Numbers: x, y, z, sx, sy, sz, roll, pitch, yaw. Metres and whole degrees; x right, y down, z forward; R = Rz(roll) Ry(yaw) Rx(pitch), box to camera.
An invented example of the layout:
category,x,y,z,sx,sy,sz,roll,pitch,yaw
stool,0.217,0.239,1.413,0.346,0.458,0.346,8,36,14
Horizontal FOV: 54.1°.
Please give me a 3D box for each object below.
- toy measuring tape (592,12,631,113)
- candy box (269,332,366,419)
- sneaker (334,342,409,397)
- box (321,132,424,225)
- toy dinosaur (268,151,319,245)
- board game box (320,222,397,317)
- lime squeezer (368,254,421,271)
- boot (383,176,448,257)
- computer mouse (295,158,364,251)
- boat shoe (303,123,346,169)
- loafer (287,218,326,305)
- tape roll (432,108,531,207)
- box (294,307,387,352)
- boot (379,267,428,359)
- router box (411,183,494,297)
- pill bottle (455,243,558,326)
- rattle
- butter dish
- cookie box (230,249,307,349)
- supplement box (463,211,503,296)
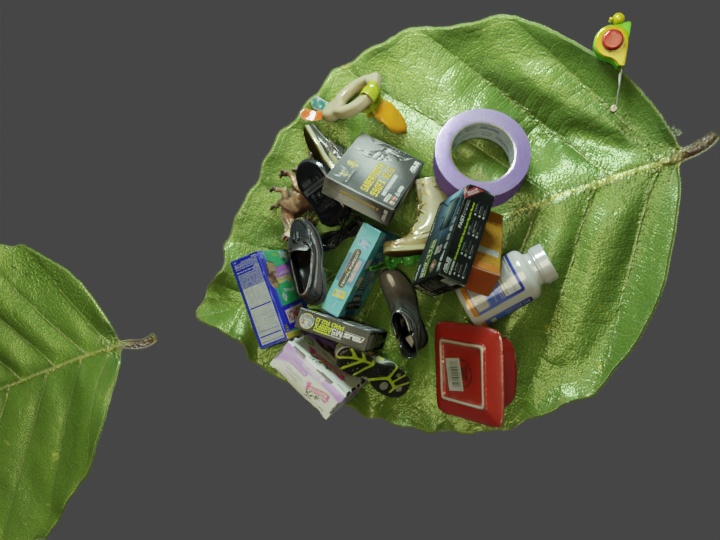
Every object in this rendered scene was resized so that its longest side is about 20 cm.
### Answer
category,x,y,z,sx,sy,sz,roll,pitch,yaw
toy measuring tape,0.506,-0.426,1.445,0.073,0.074,0.202,9,92,14
candy box,-0.082,0.217,1.529,0.168,0.200,0.072,43,103,9
sneaker,0.028,0.208,1.547,0.199,0.077,0.076,36,100,-24
box,0.030,-0.199,1.500,0.157,0.200,0.049,28,134,6
toy dinosaur,-0.131,-0.160,1.600,0.135,0.086,0.201,33,94,12
board game box,0.000,0.000,1.531,0.047,0.151,0.201,29,97,15
lime squeezer,0.097,-0.026,1.547,0.198,0.071,0.038,-9,85,-23
boot,0.127,-0.116,1.512,0.198,0.073,0.157,-12,86,-15
computer mouse,-0.071,-0.154,1.543,0.138,0.053,0.201,-25,94,37
boat shoe,-0.059,-0.252,1.592,0.066,0.072,0.202,-28,73,-14
loafer,-0.118,-0.026,1.492,0.071,0.063,0.202,-25,64,25
tape roll,0.252,-0.234,1.476,0.198,0.066,0.202,-1,72,3
box,-0.037,0.127,1.517,0.159,0.200,0.045,17,89,12
boot,0.089,0.085,1.521,0.069,0.132,0.201,-28,84,14
router box,0.182,-0.057,1.404,0.062,0.150,0.202,24,74,-11
pill bottle,0.307,0.029,1.477,0.199,0.112,0.113,-31,84,12
rattle,-0.016,-0.349,1.596,0.199,0.143,0.131,-25,52,28
butter dish,0.262,0.205,1.480,0.199,0.147,0.202,4,98,53
cookie box,-0.191,0.061,1.572,0.075,0.171,0.202,-21,86,16
supplement box,0.249,-0.043,1.437,0.068,0.201,0.067,17,133,-3
